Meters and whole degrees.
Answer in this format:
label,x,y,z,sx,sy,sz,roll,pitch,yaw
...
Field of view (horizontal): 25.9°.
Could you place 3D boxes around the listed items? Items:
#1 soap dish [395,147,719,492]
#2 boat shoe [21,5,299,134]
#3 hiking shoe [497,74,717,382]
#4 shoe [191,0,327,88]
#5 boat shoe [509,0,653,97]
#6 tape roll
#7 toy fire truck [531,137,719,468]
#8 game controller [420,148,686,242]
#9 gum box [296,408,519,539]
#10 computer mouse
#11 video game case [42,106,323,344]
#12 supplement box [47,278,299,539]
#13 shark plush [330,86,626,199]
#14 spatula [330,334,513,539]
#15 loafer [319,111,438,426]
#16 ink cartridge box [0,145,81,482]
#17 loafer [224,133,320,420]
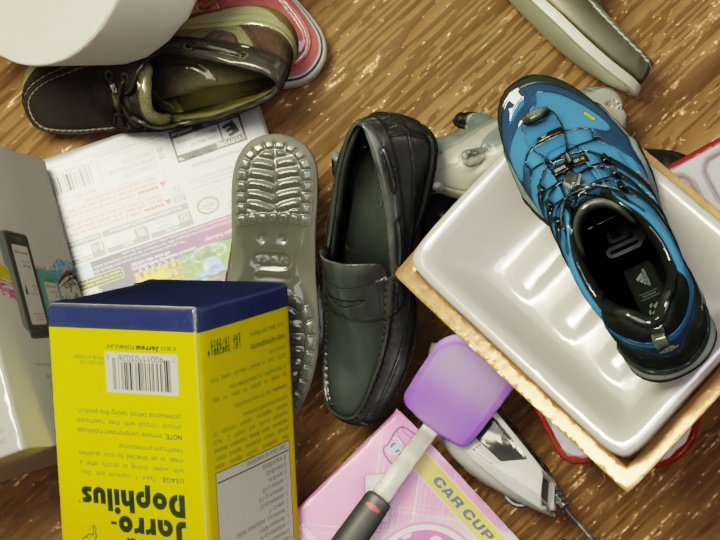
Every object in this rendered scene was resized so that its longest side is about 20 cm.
label,x,y,z,sx,sy,sz,roll,pitch,yaw
soap dish,0.143,0.012,0.938,0.157,0.081,0.200,-47,65,-1
boat shoe,-0.140,-0.128,1.048,0.198,0.065,0.074,-14,125,14
hiking shoe,0.134,-0.038,0.865,0.074,0.087,0.201,-32,65,6
shoe,-0.110,-0.199,1.068,0.199,0.091,0.072,36,84,5
boat shoe,0.129,-0.202,1.077,0.202,0.072,0.060,44,89,10
tape roll,-0.181,-0.230,0.984,0.201,0.070,0.205,6,100,40
toy fire truck,0.192,0.027,1.012,0.199,0.112,0.169,-28,84,6
game controller,0.141,-0.037,1.076,0.198,0.042,0.105,3,68,0
gum box,0.052,0.204,1.022,0.113,0.066,0.200,-43,84,-4
computer mouse,0.098,0.134,1.026,0.044,0.110,0.200,-40,73,4
video game case,-0.138,-0.007,1.077,0.198,0.023,0.184,-19,82,-3
supplement box,-0.111,0.112,0.958,0.108,0.109,0.203,1,97,27
shark plush,0.083,-0.076,1.053,0.198,0.091,0.084,-17,43,8
spatula,0.022,0.130,0.987,0.056,0.021,0.201,36,85,8
loafer,0.000,0.000,0.994,0.068,0.070,0.203,15,101,38
ink cartridge box,-0.268,0.036,0.996,0.145,0.146,0.202,-19,81,13
loafer,-0.056,0.011,1.031,0.074,0.070,0.202,10,98,3
